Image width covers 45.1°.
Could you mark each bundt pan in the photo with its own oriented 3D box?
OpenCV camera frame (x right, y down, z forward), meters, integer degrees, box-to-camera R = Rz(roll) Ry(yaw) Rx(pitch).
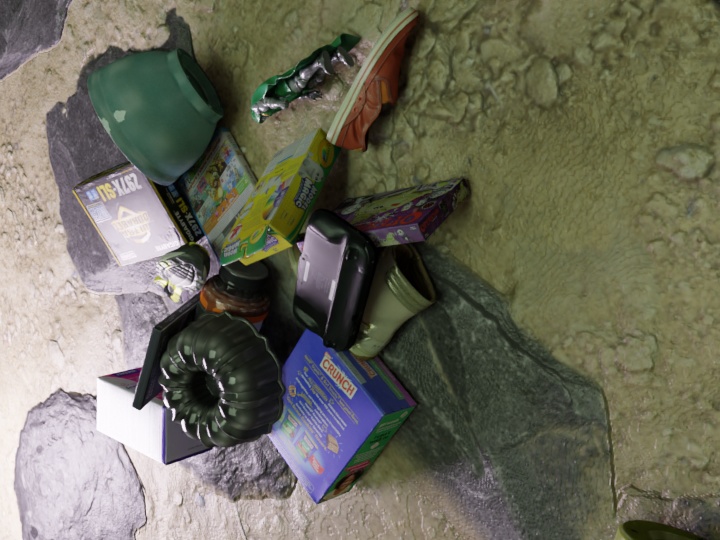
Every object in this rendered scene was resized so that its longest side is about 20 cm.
[{"bbox_3d":[-0.209,0.163,1.231,0.201,0.076,0.203,9,107,30],"label":"bundt pan"}]

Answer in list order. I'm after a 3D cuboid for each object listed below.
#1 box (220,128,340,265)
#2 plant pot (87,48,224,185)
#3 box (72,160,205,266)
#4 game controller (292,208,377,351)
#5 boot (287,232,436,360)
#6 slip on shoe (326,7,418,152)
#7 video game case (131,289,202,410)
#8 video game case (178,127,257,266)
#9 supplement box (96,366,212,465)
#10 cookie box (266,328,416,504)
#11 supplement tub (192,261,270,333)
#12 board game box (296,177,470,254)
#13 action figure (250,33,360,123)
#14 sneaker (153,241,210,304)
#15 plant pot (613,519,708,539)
[{"bbox_3d":[-0.108,-0.088,1.153,0.048,0.200,0.117,42,145,-24],"label":"box"},{"bbox_3d":[-0.290,-0.248,1.303,0.134,0.200,0.201,-30,75,12],"label":"plant pot"},{"bbox_3d":[-0.369,-0.098,1.431,0.199,0.049,0.160,-11,113,41],"label":"box"},{"bbox_3d":[-0.036,0.016,1.089,0.104,0.042,0.200,42,140,26],"label":"game controller"},{"bbox_3d":[0.000,0.000,1.148,0.200,0.072,0.155,55,128,12],"label":"boot"},{"bbox_3d":[0.025,-0.240,1.103,0.061,0.074,0.200,28,112,-4],"label":"slip on shoe"},{"bbox_3d":[-0.279,0.110,1.332,0.019,0.200,0.143,25,115,9],"label":"video game case"},{"bbox_3d":[-0.204,-0.099,1.347,0.143,0.018,0.200,-43,69,37],"label":"video game case"},{"bbox_3d":[-0.352,0.242,1.473,0.199,0.101,0.104,11,104,39],"label":"supplement box"},{"bbox_3d":[-0.041,0.195,1.212,0.171,0.075,0.200,50,126,25],"label":"cookie box"},{"bbox_3d":[-0.199,0.079,1.311,0.107,0.107,0.201,37,119,31],"label":"supplement tub"},{"bbox_3d":[0.026,-0.065,1.085,0.199,0.120,0.032,-7,121,41],"label":"board game box"},{"bbox_3d":[-0.092,-0.250,1.185,0.200,0.118,0.055,-22,95,49],"label":"action figure"},{"bbox_3d":[-0.265,-0.013,1.318,0.074,0.085,0.200,35,156,-13],"label":"sneaker"},{"bbox_3d":[0.304,0.369,0.881,0.200,0.200,0.194,19,97,38],"label":"plant pot"}]
